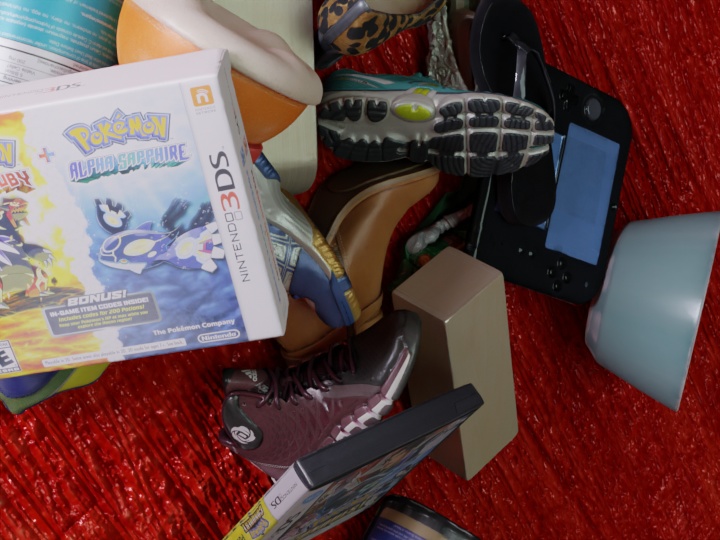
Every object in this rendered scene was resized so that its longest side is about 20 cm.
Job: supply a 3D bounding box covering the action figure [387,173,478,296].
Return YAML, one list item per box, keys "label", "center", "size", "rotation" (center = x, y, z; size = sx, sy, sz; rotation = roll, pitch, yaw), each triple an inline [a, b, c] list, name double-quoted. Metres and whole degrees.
- label: "action figure"
  center: [0.099, -0.031, 1.112]
  size: [0.200, 0.055, 0.119]
  rotation: [-37, 116, -27]

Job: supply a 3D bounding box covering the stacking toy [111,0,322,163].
- label: "stacking toy"
  center: [-0.130, -0.079, 0.796]
  size: [0.146, 0.146, 0.201]
  rotation: [23, 104, -39]

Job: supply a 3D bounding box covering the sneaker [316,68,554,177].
- label: "sneaker"
  center: [0.062, -0.132, 0.998]
  size: [0.198, 0.080, 0.078]
  rotation: [8, 131, -4]

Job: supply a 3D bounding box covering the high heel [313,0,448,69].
- label: "high heel"
  center: [0.044, -0.233, 0.951]
  size: [0.200, 0.143, 0.071]
  rotation: [-43, 97, -10]

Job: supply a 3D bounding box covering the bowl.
- label: "bowl"
  center: [0.286, 0.030, 1.211]
  size: [0.201, 0.104, 0.203]
  rotation: [13, 90, -74]

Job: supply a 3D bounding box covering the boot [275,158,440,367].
- label: "boot"
  center: [0.000, 0.000, 1.029]
  size: [0.199, 0.074, 0.156]
  rotation: [-28, 115, -21]

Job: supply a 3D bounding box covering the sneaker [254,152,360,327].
- label: "sneaker"
  center: [-0.078, -0.023, 0.909]
  size: [0.088, 0.075, 0.200]
  rotation: [-38, 114, -1]

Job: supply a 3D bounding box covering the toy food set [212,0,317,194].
- label: "toy food set"
  center: [-0.111, -0.150, 0.928]
  size: [0.142, 0.060, 0.202]
  rotation: [-7, 101, -26]

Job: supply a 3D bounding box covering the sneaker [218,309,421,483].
- label: "sneaker"
  center: [-0.046, 0.090, 0.957]
  size: [0.115, 0.076, 0.200]
  rotation: [29, 117, -17]

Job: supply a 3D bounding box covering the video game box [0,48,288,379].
- label: "video game box"
  center: [-0.158, -0.029, 0.745]
  size: [0.198, 0.047, 0.183]
  rotation: [-9, 119, 5]

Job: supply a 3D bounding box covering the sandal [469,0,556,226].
- label: "sandal"
  center: [0.144, -0.138, 1.047]
  size: [0.076, 0.043, 0.202]
  rotation: [-23, 107, -34]

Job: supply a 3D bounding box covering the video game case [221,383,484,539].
- label: "video game case"
  center: [-0.015, 0.172, 0.978]
  size: [0.199, 0.181, 0.026]
  rotation: [-17, 65, -44]

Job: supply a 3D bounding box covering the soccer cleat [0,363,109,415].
- label: "soccer cleat"
  center: [-0.187, 0.036, 0.898]
  size: [0.199, 0.065, 0.084]
  rotation: [-30, 139, -34]

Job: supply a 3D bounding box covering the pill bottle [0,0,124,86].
- label: "pill bottle"
  center: [-0.217, -0.136, 0.801]
  size: [0.110, 0.110, 0.202]
  rotation: [17, 88, -39]

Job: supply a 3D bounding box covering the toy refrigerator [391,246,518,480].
- label: "toy refrigerator"
  center: [0.085, 0.084, 1.080]
  size: [0.076, 0.070, 0.201]
  rotation: [-38, 137, -28]

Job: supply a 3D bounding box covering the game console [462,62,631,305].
- label: "game console"
  center: [0.176, -0.079, 1.117]
  size: [0.176, 0.031, 0.202]
  rotation: [18, 82, -42]

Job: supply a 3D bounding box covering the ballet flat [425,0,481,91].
- label: "ballet flat"
  center: [0.091, -0.229, 1.064]
  size: [0.071, 0.072, 0.202]
  rotation: [-14, 106, -36]

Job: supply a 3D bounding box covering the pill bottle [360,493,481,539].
- label: "pill bottle"
  center: [0.024, 0.309, 1.072]
  size: [0.112, 0.111, 0.201]
  rotation: [40, 73, -36]
